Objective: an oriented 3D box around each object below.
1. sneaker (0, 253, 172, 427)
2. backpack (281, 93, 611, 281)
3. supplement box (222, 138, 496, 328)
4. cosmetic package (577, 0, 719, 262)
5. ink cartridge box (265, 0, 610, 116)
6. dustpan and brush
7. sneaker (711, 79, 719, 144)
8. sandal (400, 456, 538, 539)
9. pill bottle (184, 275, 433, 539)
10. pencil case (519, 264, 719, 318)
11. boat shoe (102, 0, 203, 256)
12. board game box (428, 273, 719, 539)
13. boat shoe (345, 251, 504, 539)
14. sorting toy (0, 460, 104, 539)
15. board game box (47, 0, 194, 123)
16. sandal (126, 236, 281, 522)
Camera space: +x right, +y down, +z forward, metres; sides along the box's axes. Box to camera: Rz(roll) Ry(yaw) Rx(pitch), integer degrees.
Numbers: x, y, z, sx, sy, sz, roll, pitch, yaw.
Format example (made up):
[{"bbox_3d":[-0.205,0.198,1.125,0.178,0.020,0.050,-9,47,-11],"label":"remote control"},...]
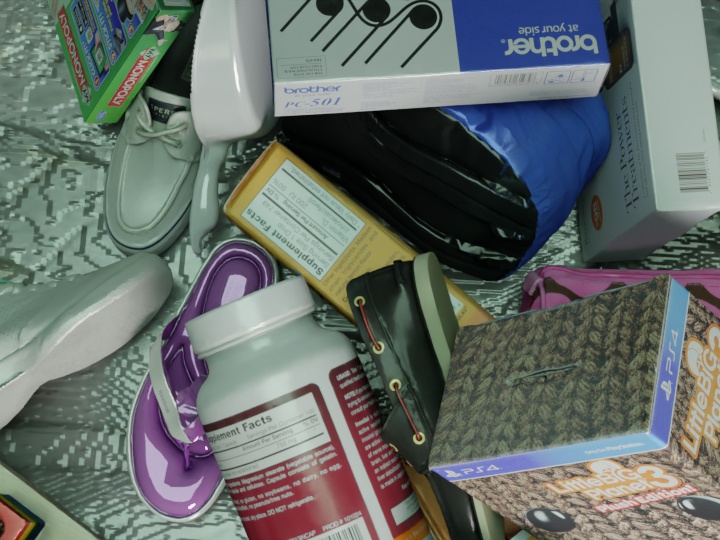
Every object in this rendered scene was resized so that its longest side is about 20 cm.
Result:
[{"bbox_3d":[-0.228,0.033,0.987,0.199,0.075,0.089,-33,68,-3],"label":"sneaker"},{"bbox_3d":[0.071,-0.109,0.958,0.200,0.163,0.168,41,67,11],"label":"backpack"},{"bbox_3d":[0.000,0.000,0.978,0.200,0.067,0.069,42,86,3],"label":"supplement box"},{"bbox_3d":[0.182,-0.119,0.958,0.051,0.151,0.202,-3,78,-7],"label":"cosmetic package"},{"bbox_3d":[0.043,-0.149,0.859,0.198,0.044,0.095,-4,69,-5],"label":"ink cartridge box"},{"bbox_3d":[-0.090,-0.110,0.983,0.057,0.139,0.202,3,97,15],"label":"dustpan and brush"},{"bbox_3d":[0.284,-0.067,0.977,0.199,0.089,0.075,35,81,8],"label":"sneaker"},{"bbox_3d":[0.083,0.178,0.953,0.079,0.059,0.207,-38,80,-5],"label":"sandal"},{"bbox_3d":[-0.038,0.111,0.929,0.112,0.113,0.202,-22,89,-2],"label":"pill bottle"},{"bbox_3d":[0.202,0.039,0.962,0.198,0.091,0.095,0,114,1],"label":"pencil case"},{"bbox_3d":[-0.133,-0.109,1.015,0.071,0.066,0.201,22,81,6],"label":"boat shoe"},{"bbox_3d":[0.170,0.107,0.858,0.200,0.159,0.098,36,55,-32],"label":"board game box"},{"bbox_3d":[0.045,0.093,0.908,0.063,0.074,0.203,-17,92,13],"label":"boat shoe"},{"bbox_3d":[-0.239,0.258,0.947,0.199,0.070,0.199,35,83,8],"label":"sorting toy"},{"bbox_3d":[-0.183,-0.224,0.999,0.029,0.135,0.201,-6,66,-36],"label":"board game box"},{"bbox_3d":[-0.113,0.069,0.987,0.082,0.050,0.204,14,78,5],"label":"sandal"}]
